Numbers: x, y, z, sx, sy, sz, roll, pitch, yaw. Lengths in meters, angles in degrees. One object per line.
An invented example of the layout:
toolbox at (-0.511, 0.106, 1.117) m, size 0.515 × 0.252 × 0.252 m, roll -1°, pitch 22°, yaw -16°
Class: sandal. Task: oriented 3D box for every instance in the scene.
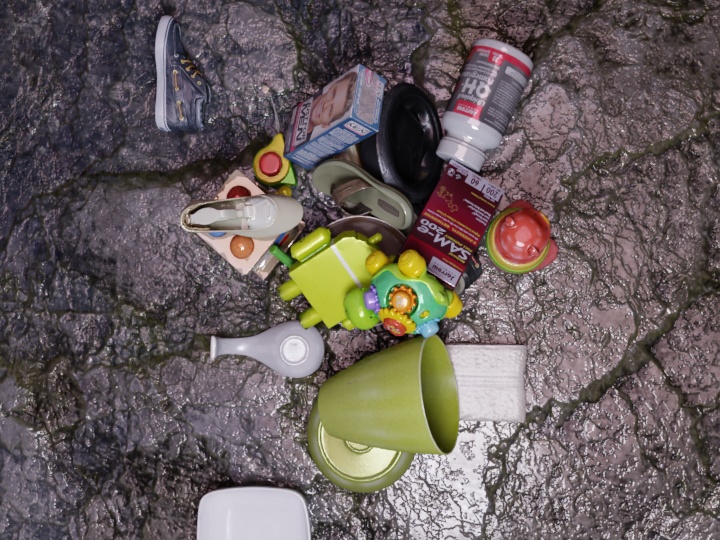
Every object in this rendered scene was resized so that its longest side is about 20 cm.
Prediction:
sandal at (-0.004, -0.120, 1.340) m, size 0.199 × 0.081 × 0.057 m, roll 28°, pitch 53°, yaw 29°

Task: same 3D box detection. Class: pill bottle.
pill bottle at (0.202, -0.273, 1.386) m, size 0.109 × 0.111 × 0.203 m, roll 23°, pitch 90°, yaw 7°

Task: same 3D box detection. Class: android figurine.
android figurine at (-0.035, 0.013, 1.376) m, size 0.199 × 0.041 × 0.183 m, roll -33°, pitch 109°, yaw 12°

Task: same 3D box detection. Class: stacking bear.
stacking bear at (0.257, -0.052, 1.325) m, size 0.113 × 0.200 × 0.122 m, roll -32°, pitch 84°, yaw 5°

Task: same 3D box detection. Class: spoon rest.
spoon rest at (-0.161, 0.135, 1.450) m, size 0.196 × 0.061 × 0.101 m, roll 3°, pitch 89°, yaw -6°

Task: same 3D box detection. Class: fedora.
fedora at (0.059, -0.211, 1.397) m, size 0.091 × 0.199 × 0.204 m, roll -6°, pitch 86°, yaw 40°

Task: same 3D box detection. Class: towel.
towel at (0.184, 0.191, 1.409) m, size 0.196 × 0.034 × 0.135 m, roll 0°, pitch 89°, yaw 7°

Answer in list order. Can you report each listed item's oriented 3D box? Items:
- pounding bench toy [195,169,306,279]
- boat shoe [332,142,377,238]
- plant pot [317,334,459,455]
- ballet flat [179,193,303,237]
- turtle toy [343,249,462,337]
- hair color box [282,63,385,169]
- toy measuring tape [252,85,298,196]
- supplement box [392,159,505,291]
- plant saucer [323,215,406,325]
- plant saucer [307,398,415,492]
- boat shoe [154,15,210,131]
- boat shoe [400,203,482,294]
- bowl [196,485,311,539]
pounding bench toy at (-0.160, -0.051, 1.400) m, size 0.199 × 0.156 × 0.125 m, roll 41°, pitch 93°, yaw 7°
boat shoe at (-0.007, -0.144, 1.433) m, size 0.066 × 0.074 × 0.203 m, roll -10°, pitch 94°, yaw 30°
plant pot at (0.038, 0.209, 1.337) m, size 0.197 × 0.187 × 0.191 m, roll -10°, pitch 86°, yaw 23°
ballet flat at (-0.190, -0.086, 1.293) m, size 0.196 × 0.069 × 0.071 m, roll -4°, pitch 87°, yaw 7°
turtle toy at (0.055, 0.048, 1.296) m, size 0.146 × 0.198 × 0.102 m, roll 44°, pitch 62°, yaw -33°
hair color box at (-0.046, -0.250, 1.369) m, size 0.060 × 0.199 × 0.102 m, roll 22°, pitch 64°, yaw -33°
toy measuring tape at (-0.164, -0.219, 1.453) m, size 0.072 × 0.074 × 0.203 m, roll -16°, pitch 86°, yaw 6°
supplement box at (0.144, -0.069, 1.351) m, size 0.108 × 0.061 × 0.202 m, roll 29°, pitch 67°, yaw 1°
plant saucer at (0.000, 0.000, 1.411) m, size 0.196 × 0.032 × 0.204 m, roll 0°, pitch 110°, yaw 1°
plant saucer at (0.002, 0.284, 1.429) m, size 0.196 × 0.031 × 0.204 m, roll 0°, pitch 88°, yaw 7°
boat shoe at (-0.313, -0.350, 1.480) m, size 0.089 × 0.071 × 0.204 m, roll 2°, pitch 95°, yaw 6°
boat shoe at (0.125, -0.051, 1.414) m, size 0.063 × 0.074 × 0.202 m, roll -31°, pitch 73°, yaw -28°
bowl at (-0.175, 0.468, 1.422) m, size 0.196 × 0.075 × 0.204 m, roll -2°, pitch 88°, yaw 8°
